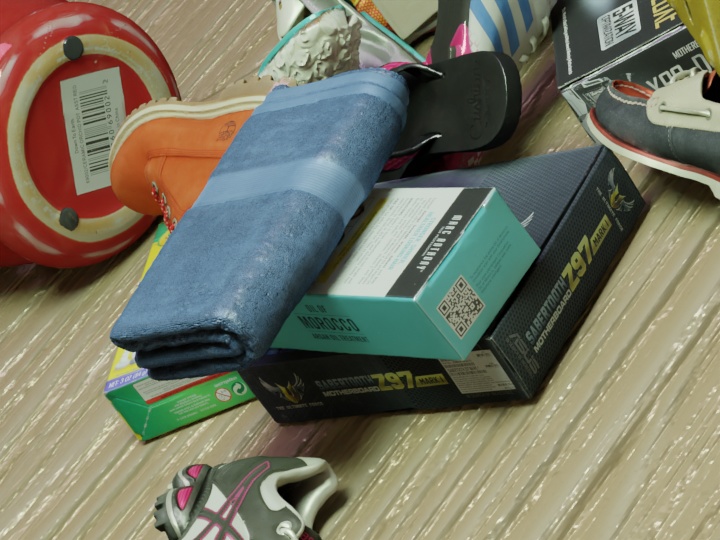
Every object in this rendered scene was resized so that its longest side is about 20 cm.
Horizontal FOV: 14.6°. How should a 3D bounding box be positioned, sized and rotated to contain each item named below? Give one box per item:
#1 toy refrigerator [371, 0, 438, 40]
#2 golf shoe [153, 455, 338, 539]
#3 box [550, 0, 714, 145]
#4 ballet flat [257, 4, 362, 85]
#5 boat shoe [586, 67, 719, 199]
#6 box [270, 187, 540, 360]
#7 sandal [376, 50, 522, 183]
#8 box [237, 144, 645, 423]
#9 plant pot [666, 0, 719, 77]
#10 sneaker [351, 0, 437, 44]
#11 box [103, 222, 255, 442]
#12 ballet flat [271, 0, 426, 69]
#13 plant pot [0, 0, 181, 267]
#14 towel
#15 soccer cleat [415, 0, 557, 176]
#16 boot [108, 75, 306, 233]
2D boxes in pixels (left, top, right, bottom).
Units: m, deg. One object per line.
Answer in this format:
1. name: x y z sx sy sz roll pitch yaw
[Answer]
1. toy refrigerator: 0.089 -0.225 1.810 0.200 0.070 0.076 -37 0 -42
2. golf shoe: -0.065 0.160 1.440 0.088 0.077 0.200 -18 32 17
3. box: 0.193 -0.173 1.698 0.157 0.050 0.200 -28 27 17
4. ballet flat: -0.038 -0.099 1.768 0.072 0.072 0.200 -53 4 -31
5. boat shoe: 0.192 -0.076 1.505 0.071 0.063 0.200 3 15 -29
6. box: 0.000 0.000 1.532 0.200 0.049 0.082 2 49 51
7. sandal: 0.025 -0.091 1.645 0.045 0.075 0.200 -1 -7 -29
8. box: 0.044 0.008 1.579 0.200 0.051 0.158 -7 38 44
9. plant pot: 0.253 -0.198 1.464 0.199 0.195 0.196 -18 28 1
10. sneaker: 0.010 -0.179 1.891 0.200 0.077 0.073 -39 29 -3
11. box: -0.081 0.009 1.727 0.117 0.048 0.200 -22 28 23
12. ballet flat: -0.018 -0.152 1.815 0.064 0.067 0.200 -42 60 -2
13. plant pot: -0.237 -0.097 1.911 0.182 0.201 0.201 10 51 50
14. towel: -0.048 -0.025 1.522 0.111 0.049 0.200 -8 40 45
15. soccer cleat: 0.078 -0.133 1.686 0.086 0.201 0.070 1 14 -29
16. boot: -0.103 -0.049 1.721 0.200 0.075 0.108 -14 52 53
